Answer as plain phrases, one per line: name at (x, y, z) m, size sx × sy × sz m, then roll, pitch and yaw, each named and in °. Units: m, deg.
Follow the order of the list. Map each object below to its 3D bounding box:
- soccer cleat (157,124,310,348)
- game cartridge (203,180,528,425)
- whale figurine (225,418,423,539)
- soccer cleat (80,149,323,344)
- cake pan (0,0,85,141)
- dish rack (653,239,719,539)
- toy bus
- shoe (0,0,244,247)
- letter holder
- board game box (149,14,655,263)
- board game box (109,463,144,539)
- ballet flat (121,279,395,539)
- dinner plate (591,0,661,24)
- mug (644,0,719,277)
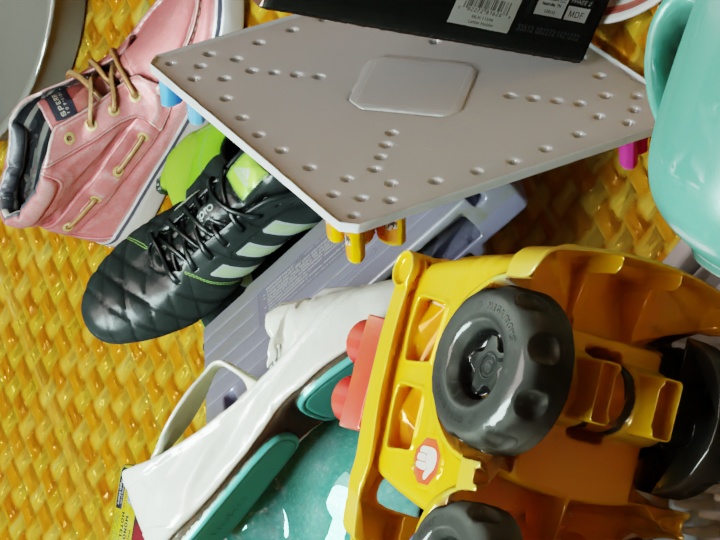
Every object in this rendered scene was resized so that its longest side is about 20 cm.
soccer cleat at (-0.056, -0.006, 1.619) m, size 0.081 × 0.067 × 0.201 m, roll -39°, pitch 54°, yaw 25°
game cartridge at (0.000, 0.000, 1.486) m, size 0.200 × 0.038 × 0.130 m, roll -41°, pitch 15°, yaw 13°
whale figurine at (0.006, 0.153, 1.441) m, size 0.201 × 0.159 × 0.104 m, roll -67°, pitch 17°, yaw -9°
soccer cleat at (-0.068, -0.031, 1.550) m, size 0.199 × 0.081 × 0.068 m, roll -31°, pitch 65°, yaw -2°
cake pan at (-0.242, -0.174, 1.917) m, size 0.200 × 0.037 × 0.202 m, roll -11°, pitch 76°, yaw 52°
dish rack at (0.152, 0.093, 1.328) m, size 0.200 × 0.043 × 0.172 m, roll 125°, pitch 144°, yaw -45°
toy bus at (0.054, 0.088, 1.278) m, size 0.192 × 0.135 × 0.201 m, roll 7°, pitch 83°, yaw 52°
shoe at (-0.147, -0.102, 1.737) m, size 0.072 × 0.091 × 0.201 m, roll 54°, pitch 126°, yaw 42°
letter holder at (0.017, -0.189, 1.411) m, size 0.142 × 0.199 × 0.101 m, roll 47°, pitch 122°, yaw 45°
board game box at (0.027, -0.082, 1.433) m, size 0.200 × 0.199 × 0.026 m, roll 40°, pitch 140°, yaw 47°
board game box at (-0.072, 0.225, 1.616) m, size 0.199 × 0.061 × 0.201 m, roll 12°, pitch 94°, yaw 52°
ballet flat at (-0.040, 0.056, 1.396) m, size 0.200 × 0.069 × 0.070 m, roll -44°, pitch 48°, yaw 7°
dinner plate at (0.134, -0.222, 1.446) m, size 0.200 × 0.024 × 0.201 m, roll -13°, pitch 74°, yaw 51°
mug at (0.199, -0.051, 1.243) m, size 0.185 × 0.151 × 0.115 m, roll -93°, pitch 19°, yaw -76°
